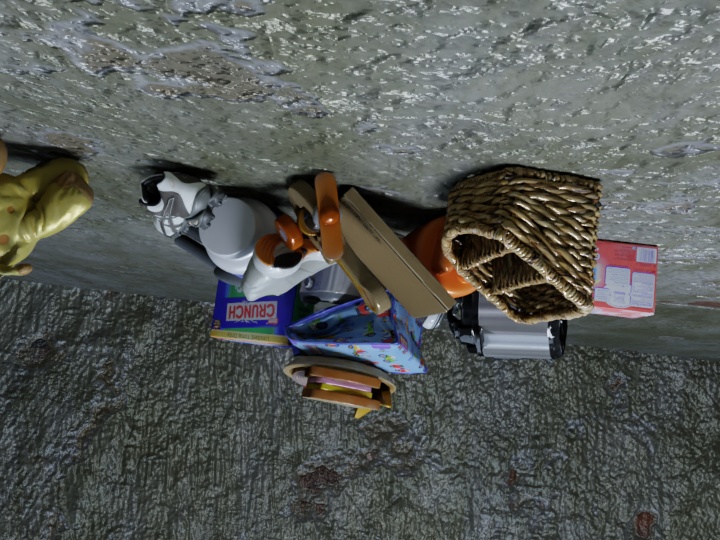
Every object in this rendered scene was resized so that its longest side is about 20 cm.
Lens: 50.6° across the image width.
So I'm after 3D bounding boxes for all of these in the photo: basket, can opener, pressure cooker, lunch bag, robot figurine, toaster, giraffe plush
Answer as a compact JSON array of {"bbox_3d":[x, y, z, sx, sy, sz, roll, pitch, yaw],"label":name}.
[{"bbox_3d":[0.168,-0.022,0.876,0.142,0.149,0.200,8,173,-11],"label":"basket"},{"bbox_3d":[-0.245,-0.027,1.279,0.200,0.053,0.067,29,-169,27],"label":"can opener"},{"bbox_3d":[0.249,0.061,1.303,0.200,0.179,0.176,0,171,18],"label":"pressure cooker"},{"bbox_3d":[-0.014,0.115,1.196,0.200,0.094,0.151,-12,152,17],"label":"lunch bag"},{"bbox_3d":[0.116,-0.013,1.095,0.144,0.117,0.200,-24,180,-15],"label":"robot figurine"},{"bbox_3d":[0.000,0.000,1.236,0.200,0.129,0.114,12,171,-33],"label":"toaster"},{"bbox_3d":[-0.449,-0.097,0.917,0.172,0.200,0.162,4,143,43],"label":"giraffe plush"}]

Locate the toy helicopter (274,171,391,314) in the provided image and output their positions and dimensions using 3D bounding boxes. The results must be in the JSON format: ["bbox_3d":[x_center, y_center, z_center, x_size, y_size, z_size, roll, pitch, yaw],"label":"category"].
[{"bbox_3d":[-0.026,-0.033,0.936,0.079,0.200,0.132,-32,162,-18],"label":"toy helicopter"}]

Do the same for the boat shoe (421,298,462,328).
[{"bbox_3d":[0.167,0.052,1.404,0.057,0.069,0.200,31,-145,5],"label":"boat shoe"}]

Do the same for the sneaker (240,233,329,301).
[{"bbox_3d":[-0.096,-0.012,1.066,0.200,0.076,0.092,-16,151,-54],"label":"sneaker"}]

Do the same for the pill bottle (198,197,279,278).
[{"bbox_3d":[-0.162,-0.044,1.121,0.112,0.112,0.200,5,172,10],"label":"pill bottle"}]

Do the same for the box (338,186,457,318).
[{"bbox_3d":[0.034,-0.017,1.037,0.200,0.021,0.163,47,167,-3],"label":"box"}]

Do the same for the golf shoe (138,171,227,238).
[{"bbox_3d":[-0.254,-0.098,1.020,0.094,0.078,0.200,30,160,-26],"label":"golf shoe"}]

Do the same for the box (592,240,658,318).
[{"bbox_3d":[0.328,0.010,1.139,0.200,0.103,0.095,6,172,1],"label":"box"}]

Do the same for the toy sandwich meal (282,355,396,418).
[{"bbox_3d":[-0.034,0.191,1.215,0.205,0.070,0.205,9,160,3],"label":"toy sandwich meal"}]

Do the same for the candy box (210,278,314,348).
[{"bbox_3d":[-0.160,0.027,1.303,0.169,0.200,0.077,2,171,30],"label":"candy box"}]
